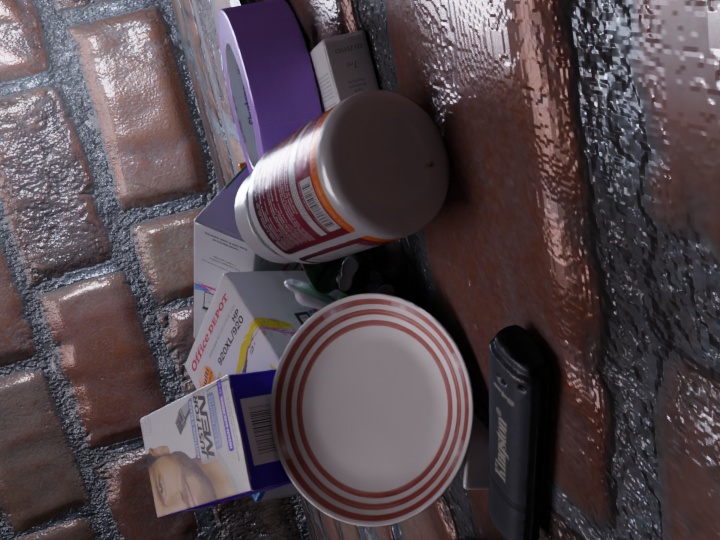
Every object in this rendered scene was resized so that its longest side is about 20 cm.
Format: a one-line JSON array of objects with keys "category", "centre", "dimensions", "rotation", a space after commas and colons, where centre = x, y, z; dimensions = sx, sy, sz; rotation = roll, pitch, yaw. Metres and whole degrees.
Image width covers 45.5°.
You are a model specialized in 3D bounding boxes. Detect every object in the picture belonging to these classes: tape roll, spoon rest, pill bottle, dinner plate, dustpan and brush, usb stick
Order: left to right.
[{"category": "tape roll", "centre": [-0.093, -0.175, 0.893], "dimensions": [0.200, 0.065, 0.201], "rotation": [166, 90, -78]}, {"category": "pill bottle", "centre": [-0.025, -0.065, 0.694], "dimensions": [0.200, 0.109, 0.110], "rotation": [-15, 92, 60]}, {"category": "dustpan and brush", "centre": [-0.004, 0.057, 0.855], "dimensions": [0.057, 0.199, 0.140], "rotation": [-54, 37, 21]}, {"category": "dinner plate", "centre": [0.009, 0.121, 0.756], "dimensions": [0.024, 0.200, 0.201], "rotation": [16, -131, -59]}, {"category": "spoon rest", "centre": [0.063, 0.157, 0.797], "dimensions": [0.200, 0.099, 0.061], "rotation": [-5, 80, 64]}, {"category": "usb stick", "centre": [0.113, 0.126, 0.621], "dimensions": [0.056, 0.032, 0.201], "rotation": [-119, 17, -49]}]

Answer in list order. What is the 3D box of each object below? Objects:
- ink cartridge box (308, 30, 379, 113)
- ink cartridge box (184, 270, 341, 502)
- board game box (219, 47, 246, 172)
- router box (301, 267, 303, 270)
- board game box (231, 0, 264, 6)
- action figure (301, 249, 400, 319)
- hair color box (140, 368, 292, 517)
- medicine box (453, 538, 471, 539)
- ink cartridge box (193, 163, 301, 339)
[{"category": "ink cartridge box", "centre": [-0.017, -0.130, 0.854], "dimensions": [0.200, 0.045, 0.177], "rotation": [-158, 53, -76]}, {"category": "ink cartridge box", "centre": [-0.074, 0.117, 0.936], "dimensions": [0.200, 0.144, 0.148], "rotation": [53, 127, 36]}, {"category": "board game box", "centre": [-0.169, -0.201, 1.232], "dimensions": [0.200, 0.026, 0.201], "rotation": [150, 110, -84]}, {"category": "router box", "centre": [-0.087, -0.087, 1.198], "dimensions": [0.150, 0.062, 0.200], "rotation": [88, 161, -48]}, {"category": "board game box", "centre": [-0.111, -0.255, 1.099], "dimensions": [0.200, 0.056, 0.166], "rotation": [88, 160, -53]}, {"category": "action figure", "centre": [0.000, 0.000, 0.877], "dimensions": [0.118, 0.055, 0.200], "rotation": [38, -173, -7]}, {"category": "hair color box", "centre": [-0.146, 0.177, 0.862], "dimensions": [0.200, 0.065, 0.110], "rotation": [-30, 69, 48]}, {"category": "medicine box", "centre": [0.105, 0.369, 0.816], "dimensions": [0.182, 0.102, 0.201], "rotation": [113, 140, -72]}, {"category": "ink cartridge box", "centre": [-0.132, -0.013, 1.040], "dimensions": [0.145, 0.084, 0.201], "rotation": [-57, -16, -44]}]
